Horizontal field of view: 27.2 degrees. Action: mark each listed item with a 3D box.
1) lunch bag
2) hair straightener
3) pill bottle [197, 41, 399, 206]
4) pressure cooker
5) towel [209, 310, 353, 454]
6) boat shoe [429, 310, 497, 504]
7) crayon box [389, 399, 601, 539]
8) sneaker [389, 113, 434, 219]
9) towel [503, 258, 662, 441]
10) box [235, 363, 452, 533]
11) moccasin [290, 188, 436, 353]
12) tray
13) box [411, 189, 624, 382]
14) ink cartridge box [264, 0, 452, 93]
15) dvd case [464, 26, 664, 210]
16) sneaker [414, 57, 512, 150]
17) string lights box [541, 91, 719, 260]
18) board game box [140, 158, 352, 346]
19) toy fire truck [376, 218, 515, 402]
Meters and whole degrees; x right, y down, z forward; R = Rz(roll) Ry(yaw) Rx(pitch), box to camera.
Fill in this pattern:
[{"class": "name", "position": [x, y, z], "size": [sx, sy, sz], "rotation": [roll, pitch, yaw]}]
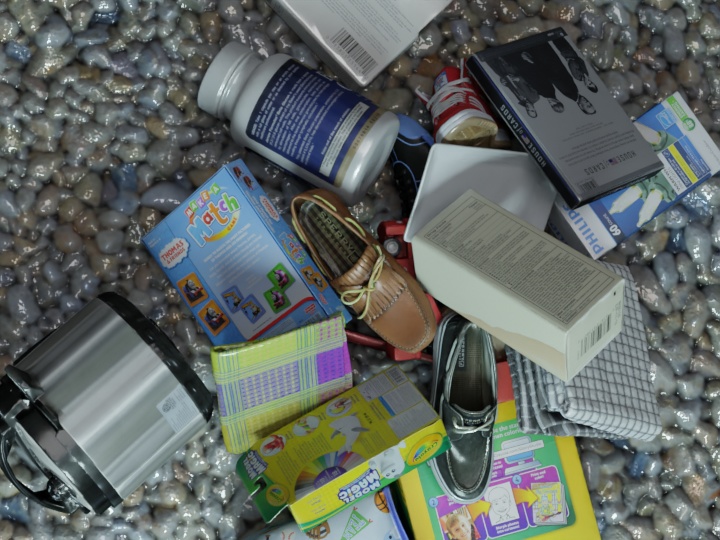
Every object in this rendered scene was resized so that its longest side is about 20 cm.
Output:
[{"class": "lunch bag", "position": [-0.014, 0.338, 1.507], "size": [0.169, 0.124, 0.201], "rotation": [-20, 86, -9]}, {"class": "hair straightener", "position": [0.050, 0.056, 1.609], "size": [0.199, 0.041, 0.077], "rotation": [17, 78, -7]}, {"class": "pill bottle", "position": [-0.068, -0.161, 1.581], "size": [0.200, 0.111, 0.111], "rotation": [30, 76, 8]}, {"class": "pressure cooker", "position": [-0.267, 0.140, 1.467], "size": [0.200, 0.179, 0.176], "rotation": [-43, 93, -15]}, {"class": "towel", "position": [-0.078, 0.115, 1.506], "size": [0.143, 0.200, 0.023], "rotation": [-18, 56, -10]}, {"class": "boat shoe", "position": [0.104, 0.142, 1.518], "size": [0.072, 0.071, 0.201], "rotation": [-5, 93, -11]}, {"class": "crayon box", "position": [0.137, 0.232, 1.587], "size": [0.199, 0.058, 0.173], "rotation": [-13, 82, -13]}, {"class": "sneaker", "position": [0.073, -0.074, 1.621], "size": [0.078, 0.070, 0.200], "rotation": [-35, 88, -19]}, {"class": "towel", "position": [0.229, 0.084, 1.572], "size": [0.165, 0.085, 0.201], "rotation": [13, 60, -41]}, {"class": "box", "position": [-0.021, 0.184, 1.499], "size": [0.199, 0.117, 0.048], "rotation": [-27, 123, -9]}, {"class": "moccasin", "position": [0.001, -0.001, 1.502], "size": [0.074, 0.078, 0.202], "rotation": [-37, 80, 17]}, {"class": "tray", "position": [0.129, -0.079, 1.563], "size": [0.199, 0.022, 0.108], "rotation": [2, 112, -40]}, {"class": "box", "position": [0.154, 0.012, 1.467], "size": [0.095, 0.078, 0.200], "rotation": [-38, 53, -25]}, {"class": "ink cartridge box", "position": [-0.009, -0.327, 1.662], "size": [0.176, 0.045, 0.200], "rotation": [-44, 91, -13]}, {"class": "dvd case", "position": [0.221, -0.167, 1.605], "size": [0.150, 0.025, 0.200], "rotation": [-21, 72, -39]}, {"class": "sneaker", "position": [0.099, -0.174, 1.589], "size": [0.071, 0.200, 0.113], "rotation": [-31, 80, 11]}, {"class": "string lights box", "position": [0.300, -0.101, 1.672], "size": [0.200, 0.059, 0.103], "rotation": [-35, 87, -14]}, {"class": "board game box", "position": [-0.120, 0.008, 1.539], "size": [0.200, 0.151, 0.037], "rotation": [55, 36, 1]}, {"class": "toy fire truck", "position": [0.091, 0.042, 1.575], "size": [0.140, 0.049, 0.201], "rotation": [-4, 92, -12]}]
